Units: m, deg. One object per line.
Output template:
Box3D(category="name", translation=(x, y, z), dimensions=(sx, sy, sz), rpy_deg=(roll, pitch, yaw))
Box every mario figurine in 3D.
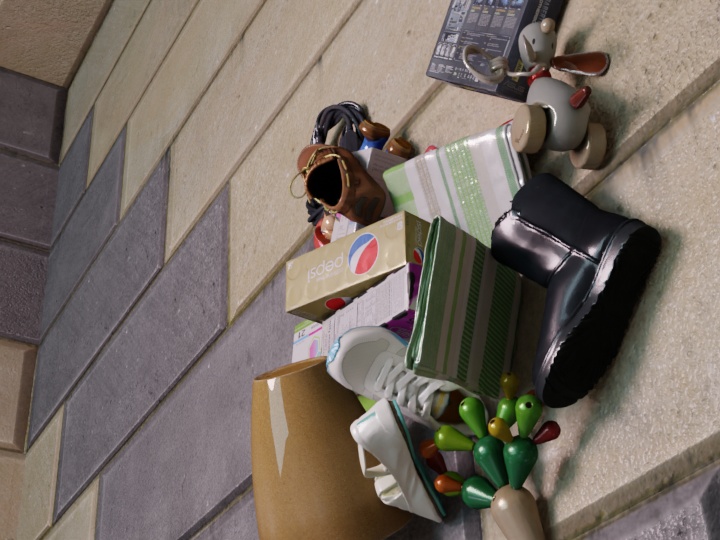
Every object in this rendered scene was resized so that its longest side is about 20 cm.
Box3D(category="mario figurine", translation=(-0.010, -0.101, 1.570), dimensions=(0.201, 0.105, 0.124), rpy_deg=(-63, 31, 18))

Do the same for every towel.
Box3D(category="towel", translation=(0.112, 0.047, 1.164), dimensions=(0.023, 0.199, 0.154), rpy_deg=(3, 77, 35))
Box3D(category="towel", translation=(0.118, -0.069, 1.281), dimensions=(0.199, 0.031, 0.151), rpy_deg=(-15, 90, 47))

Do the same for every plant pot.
Box3D(category="plant pot", translation=(-0.053, 0.208, 1.312), dimensions=(0.186, 0.185, 0.202), rpy_deg=(-13, 94, 60))

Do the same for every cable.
Box3D(category="cable", translation=(-0.040, -0.163, 1.734), dimensions=(0.163, 0.050, 0.202), rpy_deg=(132, 141, -50))

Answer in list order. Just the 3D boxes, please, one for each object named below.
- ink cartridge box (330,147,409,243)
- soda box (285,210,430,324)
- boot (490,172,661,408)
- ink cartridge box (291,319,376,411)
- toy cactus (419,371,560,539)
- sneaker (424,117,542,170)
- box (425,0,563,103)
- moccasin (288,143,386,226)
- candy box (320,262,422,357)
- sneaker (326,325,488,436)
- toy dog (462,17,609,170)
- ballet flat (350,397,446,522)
Box3D(category="ink cartridge box", translation=(0.028, -0.041, 1.450), dimensions=(0.067, 0.115, 0.202), rpy_deg=(-1, 76, 62))
Box3D(category="soda box", translation=(0.000, 0.000, 1.324), dimensions=(0.199, 0.064, 0.069), rpy_deg=(-21, 59, 39))
Box3D(category="boot", translation=(0.189, 0.015, 1.127), dimensions=(0.168, 0.076, 0.202), rpy_deg=(33, 99, 52))
Box3D(category="ink cartridge box", translation=(-0.032, 0.157, 1.502), dimensions=(0.148, 0.075, 0.202), rpy_deg=(-32, 48, 54))
Box3D(category="toy cactus", translation=(0.144, 0.205, 1.148), dimensions=(0.200, 0.101, 0.166), rpy_deg=(-45, 57, 40))
Box3D(category="sneaker", translation=(0.135, -0.131, 1.340), dimensions=(0.200, 0.071, 0.113), rpy_deg=(-49, 33, 34))
Box3D(category="box", translation=(0.164, -0.297, 1.394), dimensions=(0.200, 0.051, 0.159), rpy_deg=(32, 105, 63))
Box3D(category="moccasin", translation=(-0.040, -0.111, 1.400), dimensions=(0.074, 0.077, 0.202), rpy_deg=(-64, 30, 19))
Box3D(category="candy box", translation=(0.058, 0.068, 1.310), dimensions=(0.200, 0.135, 0.062), rpy_deg=(-35, 45, 53))
Box3D(category="sneaker", translation=(0.054, 0.119, 1.222), dimensions=(0.077, 0.199, 0.081), rpy_deg=(-64, 29, 4))
Box3D(category="toy dog", translation=(0.204, -0.202, 1.196), dimensions=(0.201, 0.131, 0.097), rpy_deg=(65, 147, 28))
Box3D(category="ballet flat", translation=(0.037, 0.212, 1.223), dimensions=(0.069, 0.201, 0.070), rpy_deg=(-12, 44, 12))
